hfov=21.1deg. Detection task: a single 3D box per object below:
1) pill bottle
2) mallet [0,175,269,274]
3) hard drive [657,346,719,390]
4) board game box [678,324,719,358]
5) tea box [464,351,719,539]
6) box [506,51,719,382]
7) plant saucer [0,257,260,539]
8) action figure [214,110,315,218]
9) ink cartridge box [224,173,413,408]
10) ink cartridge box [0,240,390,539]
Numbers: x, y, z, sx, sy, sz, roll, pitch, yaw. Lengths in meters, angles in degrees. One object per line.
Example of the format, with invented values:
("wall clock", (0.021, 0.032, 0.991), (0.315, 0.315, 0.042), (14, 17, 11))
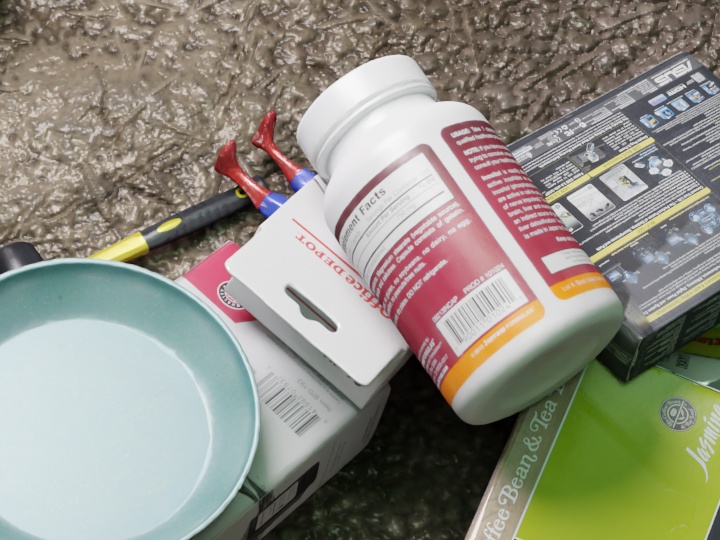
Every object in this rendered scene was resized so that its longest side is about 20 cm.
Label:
("pill bottle", (0.051, -0.021, 1.105), (0.113, 0.113, 0.200), (-29, 71, -15))
("mallet", (-0.157, -0.023, 1.292), (0.200, 0.041, 0.066), (-33, 68, -21))
("hard drive", (0.185, 0.032, 1.274), (0.199, 0.038, 0.140), (17, 65, 5))
("board game box", (0.245, 0.004, 1.242), (0.199, 0.048, 0.102), (9, 64, 2))
("tea box", (0.163, 0.176, 1.152), (0.196, 0.134, 0.200), (24, 65, 8))
("box", (0.183, -0.040, 1.193), (0.200, 0.049, 0.161), (-29, 58, -29))
("plant saucer", (-0.158, 0.085, 1.109), (0.199, 0.036, 0.200), (6, 56, -8))
("action figure", (-0.008, -0.022, 1.279), (0.200, 0.052, 0.065), (44, 51, 9))
("ink cartridge box", (0.000, 0.000, 1.185), (0.116, 0.067, 0.200), (40, 46, 6))
("ink cartridge box", (-0.104, 0.099, 1.186), (0.145, 0.083, 0.200), (42, 58, 16))
